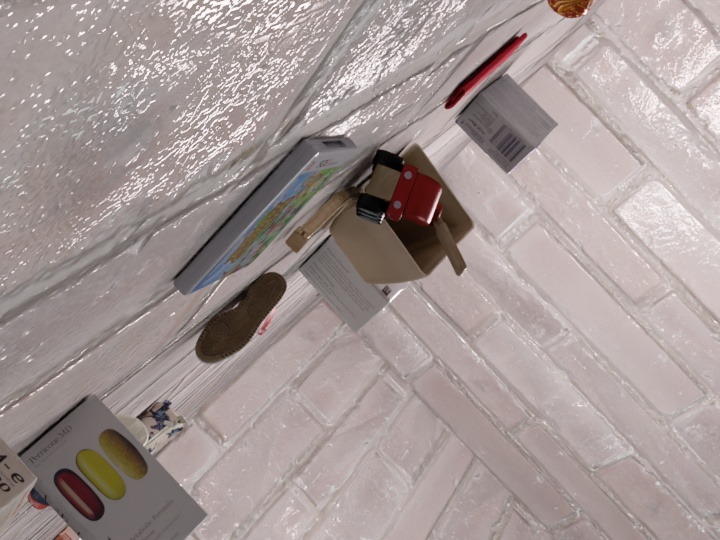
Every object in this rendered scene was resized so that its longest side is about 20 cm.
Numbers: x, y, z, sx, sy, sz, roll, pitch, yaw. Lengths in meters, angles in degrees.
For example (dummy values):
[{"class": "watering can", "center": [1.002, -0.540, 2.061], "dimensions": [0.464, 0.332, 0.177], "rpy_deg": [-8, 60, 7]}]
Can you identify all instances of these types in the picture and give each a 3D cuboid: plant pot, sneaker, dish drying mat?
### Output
[{"class": "plant pot", "center": [0.060, -0.086, 1.513], "dimensions": [0.177, 0.200, 0.200], "rpy_deg": [-29, -170, 47]}, {"class": "sneaker", "center": [-0.396, 0.276, 1.142], "dimensions": [0.085, 0.075, 0.200], "rpy_deg": [-47, 168, 31]}, {"class": "sneaker", "center": [-0.204, 0.096, 1.330], "dimensions": [0.200, 0.071, 0.113], "rpy_deg": [-46, 177, -31]}, {"class": "dish drying mat", "center": [0.229, -0.364, 1.440], "dimensions": [0.200, 0.018, 0.077], "rpy_deg": [-45, 180, -27]}, {"class": "sneaker", "center": [0.352, -0.457, 1.228], "dimensions": [0.077, 0.073, 0.200], "rpy_deg": [-54, -176, -13]}]

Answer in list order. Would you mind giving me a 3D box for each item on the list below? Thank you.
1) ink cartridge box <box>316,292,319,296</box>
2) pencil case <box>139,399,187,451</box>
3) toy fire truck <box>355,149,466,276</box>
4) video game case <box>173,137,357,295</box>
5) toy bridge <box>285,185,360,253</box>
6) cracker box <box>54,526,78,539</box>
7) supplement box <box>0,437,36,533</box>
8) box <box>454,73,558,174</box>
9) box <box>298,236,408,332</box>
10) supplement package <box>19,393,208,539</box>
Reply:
[{"class": "ink cartridge box", "center": [-0.077, -0.009, 2.466], "dimensions": [0.200, 0.050, 0.109], "rpy_deg": [-44, 180, 39]}, {"class": "pencil case", "center": [-0.448, 0.350, 1.594], "dimensions": [0.089, 0.078, 0.200], "rpy_deg": [-16, -159, 46]}, {"class": "toy fire truck", "center": [0.095, -0.087, 1.256], "dimensions": [0.176, 0.199, 0.130], "rpy_deg": [95, 16, -88]}, {"class": "video game case", "center": [-0.094, -0.063, 0.839], "dimensions": [0.200, 0.022, 0.182], "rpy_deg": [-45, 179, 16]}, {"class": "toy bridge", "center": [-0.045, -0.094, 1.235], "dimensions": [0.067, 0.027, 0.200], "rpy_deg": [-47, 179, 37]}, {"class": "cracker box", "center": [-1.007, 0.921, 2.795], "dimensions": [0.134, 0.058, 0.200], "rpy_deg": [-46, 179, 29]}, {"class": "supplement box", "center": [-0.337, 0.204, 0.547], "dimensions": [0.200, 0.074, 0.126], "rpy_deg": [-43, 178, -46]}, {"class": "box", "center": [0.353, -0.355, 1.901], "dimensions": [0.105, 0.184, 0.200], "rpy_deg": [-46, 177, 39]}, {"class": "box", "center": [0.000, 0.000, 1.825], "dimensions": [0.131, 0.200, 0.199], "rpy_deg": [-42, 179, 31]}, {"class": "supplement package", "center": [-0.299, 0.267, 0.947], "dimensions": [0.114, 0.200, 0.110], "rpy_deg": [-44, 180, -31]}]
